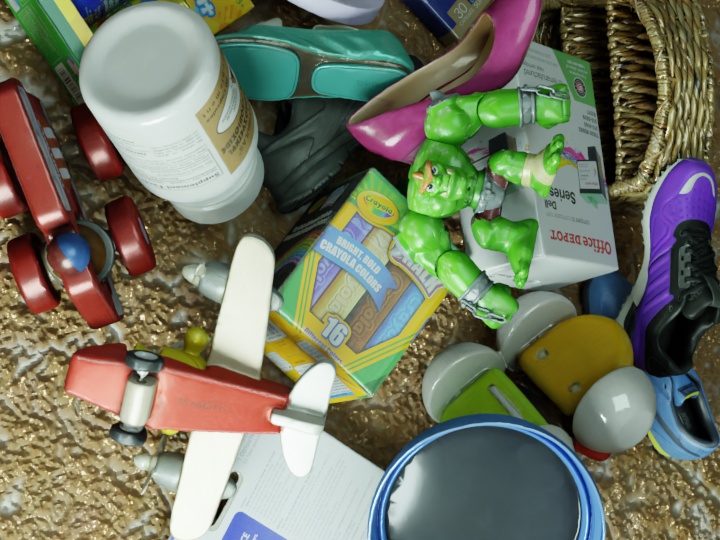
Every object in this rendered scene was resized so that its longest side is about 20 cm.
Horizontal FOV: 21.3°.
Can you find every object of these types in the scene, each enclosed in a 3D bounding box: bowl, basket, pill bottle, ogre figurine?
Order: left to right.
[{"bbox_3d":[-0.146,-0.121,1.568,0.113,0.200,0.115,-5,64,11],"label":"pill bottle"},{"bbox_3d":[0.096,-0.064,1.589,0.119,0.098,0.202,14,113,2],"label":"ogre figurine"},{"bbox_3d":[0.104,0.213,1.600,0.198,0.039,0.203,0,108,-2],"label":"bowl"},{"bbox_3d":[0.235,-0.162,1.783,0.148,0.143,0.202,2,82,-23],"label":"basket"}]

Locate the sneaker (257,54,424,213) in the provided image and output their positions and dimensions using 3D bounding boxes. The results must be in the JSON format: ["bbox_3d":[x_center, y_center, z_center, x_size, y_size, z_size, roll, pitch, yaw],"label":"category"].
[{"bbox_3d":[-0.022,-0.141,1.706,0.091,0.076,0.200,48,63,0],"label":"sneaker"}]

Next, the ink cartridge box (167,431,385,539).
[{"bbox_3d":[-0.065,0.234,1.648,0.199,0.047,0.199,33,72,-15],"label":"ink cartridge box"}]

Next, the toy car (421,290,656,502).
[{"bbox_3d":[0.163,0.133,1.714,0.199,0.175,0.151,-34,139,-10],"label":"toy car"}]

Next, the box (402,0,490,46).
[{"bbox_3d":[0.051,-0.322,1.784,0.200,0.032,0.121,43,68,-12],"label":"box"}]

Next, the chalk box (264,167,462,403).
[{"bbox_3d":[0.000,0.000,1.664,0.124,0.125,0.200,43,69,-12],"label":"chalk box"}]

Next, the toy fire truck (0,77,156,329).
[{"bbox_3d":[-0.241,-0.049,1.522,0.111,0.168,0.202,-20,91,0],"label":"toy fire truck"}]

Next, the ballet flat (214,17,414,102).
[{"bbox_3d":[-0.052,-0.185,1.661,0.198,0.068,0.071,4,42,-12],"label":"ballet flat"}]

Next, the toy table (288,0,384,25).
[{"bbox_3d":[-0.044,-0.316,1.660,0.199,0.117,0.185,28,35,-14],"label":"toy table"}]

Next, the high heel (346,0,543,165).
[{"bbox_3d":[0.074,-0.176,1.615,0.096,0.067,0.201,24,105,-27],"label":"high heel"}]

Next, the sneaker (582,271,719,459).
[{"bbox_3d":[0.281,0.085,1.807,0.066,0.078,0.201,-29,94,-23],"label":"sneaker"}]

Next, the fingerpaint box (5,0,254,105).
[{"bbox_3d":[-0.216,-0.258,1.630,0.166,0.073,0.201,-37,99,-24],"label":"fingerpaint box"}]

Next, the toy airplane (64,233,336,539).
[{"bbox_3d":[-0.118,0.094,1.555,0.199,0.141,0.200,-35,114,-6],"label":"toy airplane"}]

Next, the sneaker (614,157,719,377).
[{"bbox_3d":[0.296,0.003,1.718,0.069,0.099,0.202,9,99,-29],"label":"sneaker"}]

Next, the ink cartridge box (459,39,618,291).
[{"bbox_3d":[0.151,-0.092,1.707,0.144,0.083,0.202,8,71,-54],"label":"ink cartridge box"}]
